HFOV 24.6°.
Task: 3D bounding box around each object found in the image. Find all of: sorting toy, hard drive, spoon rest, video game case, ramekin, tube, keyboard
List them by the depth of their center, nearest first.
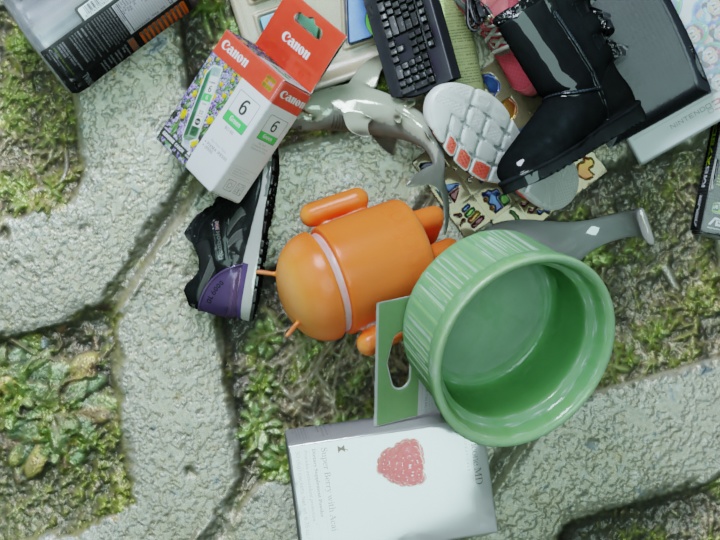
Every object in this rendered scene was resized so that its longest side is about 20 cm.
[{"bbox_3d":[0.137,0.059,1.591,0.198,0.098,0.202,-11,118,-22],"label":"ramekin"},{"bbox_3d":[0.060,-0.280,1.642,0.126,0.021,0.202,-20,79,22],"label":"keyboard"},{"bbox_3d":[0.261,-0.243,1.691,0.134,0.042,0.201,-28,87,8],"label":"hard drive"},{"bbox_3d":[-0.043,-0.293,1.704,0.183,0.036,0.202,-19,93,-4],"label":"sorting toy"},{"bbox_3d":[0.090,-0.236,1.708,0.057,0.052,0.202,-10,91,15],"label":"tube"},{"bbox_3d":[0.323,-0.242,1.716,0.181,0.024,0.201,-29,86,8],"label":"video game case"},{"bbox_3d":[0.206,-0.018,1.726,0.198,0.061,0.100,-18,100,9],"label":"spoon rest"}]

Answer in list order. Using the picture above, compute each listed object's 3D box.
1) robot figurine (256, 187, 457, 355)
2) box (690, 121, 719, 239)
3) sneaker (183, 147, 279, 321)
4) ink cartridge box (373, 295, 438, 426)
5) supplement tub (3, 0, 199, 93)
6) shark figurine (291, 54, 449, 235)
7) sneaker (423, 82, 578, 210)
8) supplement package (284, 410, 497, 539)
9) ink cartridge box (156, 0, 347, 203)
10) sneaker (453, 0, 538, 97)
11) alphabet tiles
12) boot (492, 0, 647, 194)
[{"bbox_3d":[-0.001,-0.001,1.668,0.198,0.117,0.145,-21,110,-16],"label":"robot figurine"},{"bbox_3d":[0.466,-0.114,1.745,0.198,0.048,0.195,11,88,-4],"label":"box"},{"bbox_3d":[-0.135,-0.054,1.686,0.087,0.076,0.202,10,91,1],"label":"sneaker"},{"bbox_3d":[0.096,0.067,1.662,0.198,0.048,0.147,-10,119,-20],"label":"ink cartridge box"},{"bbox_3d":[-0.244,-0.281,1.646,0.199,0.123,0.123,-37,94,-3],"label":"supplement tub"},{"bbox_3d":[0.035,-0.133,1.677,0.214,0.090,0.128,32,64,28],"label":"shark figurine"},{"bbox_3d":[0.129,-0.122,1.673,0.199,0.082,0.077,34,85,-29],"label":"sneaker"},{"bbox_3d":[0.028,0.213,1.680,0.198,0.120,0.123,-8,92,-4],"label":"supplement package"},{"bbox_3d":[-0.110,-0.181,1.648,0.109,0.050,0.201,43,103,37],"label":"ink cartridge box"},{"bbox_3d":[0.130,-0.266,1.679,0.086,0.074,0.202,-21,92,-35],"label":"sneaker"},{"bbox_3d":[0.161,-0.133,1.740,0.199,0.006,0.167,-37,93,-3],"label":"alphabet tiles"},{"bbox_3d":[0.180,-0.184,1.613,0.197,0.073,0.163,-31,97,-25],"label":"boot"}]
